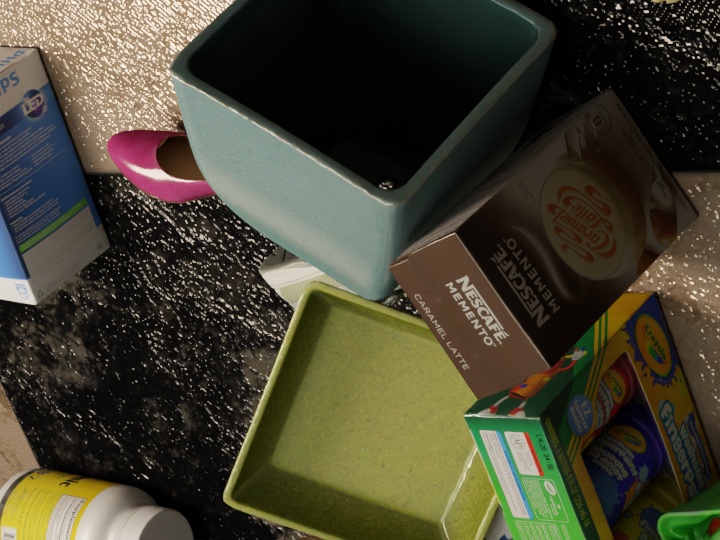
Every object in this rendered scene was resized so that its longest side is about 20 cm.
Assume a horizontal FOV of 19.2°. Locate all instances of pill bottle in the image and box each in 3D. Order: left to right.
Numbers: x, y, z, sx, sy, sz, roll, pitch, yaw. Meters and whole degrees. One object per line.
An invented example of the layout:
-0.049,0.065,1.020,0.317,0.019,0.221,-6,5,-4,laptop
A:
-0.263,0.262,2.103,0.200,0.111,0.111,6,125,39,pill bottle

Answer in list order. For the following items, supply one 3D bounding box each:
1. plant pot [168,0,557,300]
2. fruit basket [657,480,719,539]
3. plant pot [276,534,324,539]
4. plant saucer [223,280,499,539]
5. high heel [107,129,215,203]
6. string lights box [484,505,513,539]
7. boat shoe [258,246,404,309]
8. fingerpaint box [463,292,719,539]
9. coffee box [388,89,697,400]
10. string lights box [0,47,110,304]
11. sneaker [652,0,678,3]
0.002,-0.094,1.520,0.196,0.196,0.200,31,150,19,plant pot
0.288,0.258,1.523,0.155,0.216,0.216,-11,113,42,fruit basket
0.009,0.293,1.873,0.201,0.093,0.201,40,162,16,plant pot
0.021,0.116,1.621,0.199,0.048,0.200,20,112,-6,plant saucer
-0.115,-0.097,1.709,0.200,0.067,0.096,16,143,14,high heel
0.084,0.201,1.734,0.103,0.059,0.200,63,143,21,string lights box
-0.001,0.001,1.687,0.202,0.074,0.065,-9,121,50,boat shoe
0.178,0.142,1.558,0.073,0.167,0.200,-1,120,42,fingerpaint box
0.127,-0.019,1.447,0.114,0.200,0.080,54,141,-8,coffee box
-0.300,-0.083,1.862,0.059,0.103,0.200,7,125,39,string lights box
0.139,-0.244,1.364,0.200,0.075,0.090,21,126,21,sneaker
